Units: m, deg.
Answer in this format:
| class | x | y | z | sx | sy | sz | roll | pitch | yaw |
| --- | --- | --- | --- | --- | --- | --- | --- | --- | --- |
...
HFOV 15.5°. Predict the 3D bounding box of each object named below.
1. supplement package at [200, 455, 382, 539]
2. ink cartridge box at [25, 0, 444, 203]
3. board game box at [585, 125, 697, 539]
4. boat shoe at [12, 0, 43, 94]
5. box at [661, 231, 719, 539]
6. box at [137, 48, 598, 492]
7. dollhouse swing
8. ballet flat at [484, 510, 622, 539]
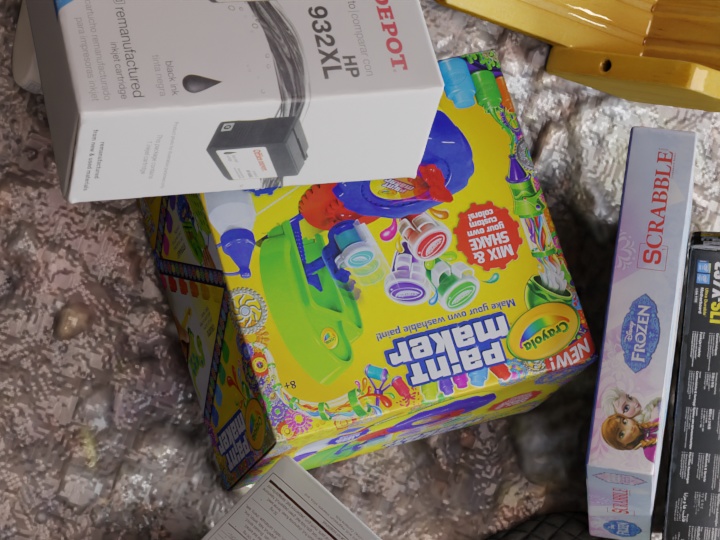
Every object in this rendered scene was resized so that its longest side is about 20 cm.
| class | x | y | z | sx | sy | sz | roll | pitch | yaw |
| --- | --- | --- | --- | --- | --- | --- | --- | --- | --- |
| supplement package | -0.049 | 0.247 | 1.469 | 0.147 | 0.192 | 0.200 | 40 | 75 | 21 |
| ink cartridge box | -0.070 | -0.124 | 1.421 | 0.198 | 0.084 | 0.146 | -5 | 58 | -16 |
| board game box | 0.165 | 0.043 | 1.551 | 0.041 | 0.200 | 0.202 | 7 | 73 | 8 |
| boat shoe | -0.141 | -0.193 | 1.500 | 0.068 | 0.072 | 0.202 | 14 | 86 | -25 |
| box | 0.214 | 0.080 | 1.603 | 0.049 | 0.160 | 0.202 | 5 | 94 | 5 |
| box | 0.000 | 0.000 | 1.508 | 0.199 | 0.122 | 0.194 | -14 | 77 | -21 |
| dollhouse swing | 0.166 | -0.218 | 1.580 | 0.175 | 0.181 | 0.202 | 19 | 85 | -42 |
| ballet flat | 0.073 | 0.200 | 1.611 | 0.199 | 0.057 | 0.067 | -26 | 104 | -19 |
